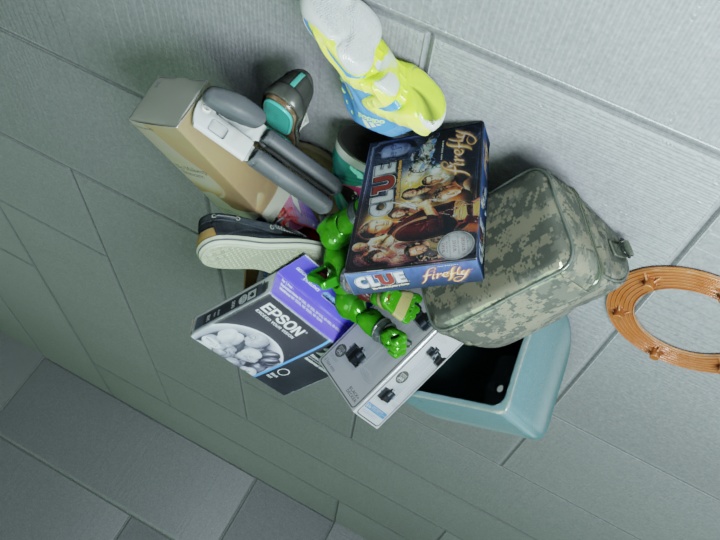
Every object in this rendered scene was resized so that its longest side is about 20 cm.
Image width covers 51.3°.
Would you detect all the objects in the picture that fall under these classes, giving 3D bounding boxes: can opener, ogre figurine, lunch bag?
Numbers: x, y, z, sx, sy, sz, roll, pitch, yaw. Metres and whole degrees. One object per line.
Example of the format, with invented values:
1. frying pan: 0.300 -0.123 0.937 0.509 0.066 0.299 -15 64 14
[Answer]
1. can opener: -0.101 -0.137 0.861 0.199 0.054 0.067 34 165 -21
2. ogre figurine: 0.000 0.000 0.919 0.119 0.098 0.201 14 143 48
3. lunch bag: 0.182 0.002 0.834 0.199 0.140 0.167 -32 142 33

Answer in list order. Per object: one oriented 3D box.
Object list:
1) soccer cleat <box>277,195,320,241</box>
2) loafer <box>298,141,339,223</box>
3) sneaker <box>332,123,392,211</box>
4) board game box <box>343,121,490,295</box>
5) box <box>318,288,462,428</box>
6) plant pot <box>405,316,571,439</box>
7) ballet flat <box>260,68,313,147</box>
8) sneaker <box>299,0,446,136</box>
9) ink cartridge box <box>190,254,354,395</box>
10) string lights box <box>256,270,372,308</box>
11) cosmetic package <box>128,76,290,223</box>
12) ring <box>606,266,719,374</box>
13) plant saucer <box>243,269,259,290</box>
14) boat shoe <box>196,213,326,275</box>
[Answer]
1. soccer cleat: -0.105 -0.098 1.070 0.199 0.077 0.067 37 151 -11
2. loafer: -0.039 -0.098 1.016 0.199 0.068 0.076 36 152 -8
3. sneaker: 0.042 -0.084 0.938 0.199 0.084 0.121 37 148 6
4. board game box: 0.064 -0.068 0.784 0.134 0.201 0.035 -8 137 20
5. box: 0.052 0.093 0.984 0.060 0.200 0.117 42 -178 -41
6. plant pot: 0.185 0.129 1.041 0.195 0.197 0.200 4 152 41
7. ballet flat: -0.092 -0.187 0.915 0.068 0.069 0.200 36 164 -10
8. sneaker: -0.005 -0.208 0.799 0.200 0.076 0.105 43 151 -21
9. ink cartridge box: -0.091 0.084 1.026 0.199 0.044 0.198 -28 133 24
10. string lights box: -0.047 0.018 1.079 0.198 0.059 0.103 16 178 -9
11. cosmetic package: -0.181 -0.147 0.941 0.105 0.071 0.200 15 158 39
12. ring: 0.394 0.067 0.902 0.199 0.019 0.201 23 151 14
13. plant saucer: -0.168 0.001 1.201 0.035 0.202 0.201 4 153 -9
14. boat shoe: -0.120 -0.035 0.954 0.199 0.063 0.075 6 141 -40
